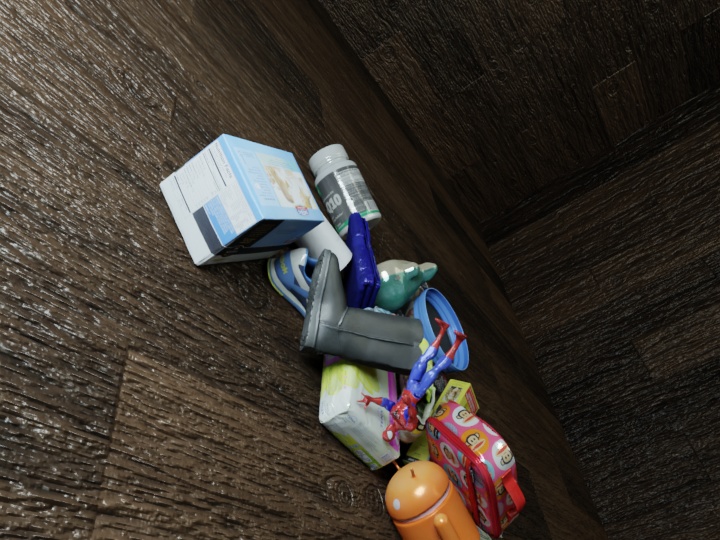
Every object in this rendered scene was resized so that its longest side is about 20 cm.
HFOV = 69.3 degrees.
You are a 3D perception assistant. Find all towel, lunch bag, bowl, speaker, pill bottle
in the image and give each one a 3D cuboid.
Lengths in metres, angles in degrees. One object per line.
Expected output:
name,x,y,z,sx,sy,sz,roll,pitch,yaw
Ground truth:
towel,0.000,0.000,1.065,0.149,0.048,0.202,101,-14,-46
lunch bag,0.191,0.327,0.841,0.175,0.081,0.203,32,-35,50
bowl,0.186,0.140,1.207,0.201,0.039,0.203,45,31,-35
speaker,-0.100,-0.082,0.995,0.201,0.080,0.082,53,21,-22
pill bottle,-0.040,-0.186,1.233,0.203,0.112,0.113,64,21,10

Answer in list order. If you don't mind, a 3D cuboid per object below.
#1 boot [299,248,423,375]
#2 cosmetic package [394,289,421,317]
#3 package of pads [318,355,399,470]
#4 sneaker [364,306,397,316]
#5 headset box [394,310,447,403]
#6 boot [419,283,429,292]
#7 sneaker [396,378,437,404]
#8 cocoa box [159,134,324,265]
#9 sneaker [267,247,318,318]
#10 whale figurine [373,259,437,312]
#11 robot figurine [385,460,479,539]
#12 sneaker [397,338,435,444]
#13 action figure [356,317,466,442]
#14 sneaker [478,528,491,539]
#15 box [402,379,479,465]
boot,0.013,0.069,0.837,0.196,0.066,0.168,14,79,-15
cosmetic package,0.143,0.139,1.278,0.201,0.086,0.104,55,23,-15
package of pads,0.000,0.203,0.877,0.155,0.067,0.202,50,22,-29
sneaker,0.031,0.104,0.984,0.095,0.080,0.200,38,-19,-2
headset box,0.120,0.209,1.146,0.200,0.076,0.150,46,25,-37
boot,0.148,0.086,1.349,0.201,0.095,0.074,54,21,-18
sneaker,0.108,0.264,1.041,0.199,0.080,0.076,38,28,-46
cocoa box,-0.167,-0.100,0.784,0.135,0.130,0.199,62,20,6
sneaker,-0.073,0.036,0.904,0.200,0.081,0.075,45,22,-39
whale figurine,0.089,0.035,1.170,0.197,0.159,0.106,-9,75,-35
robot figurine,0.112,0.394,0.831,0.202,0.115,0.144,61,23,-2
sneaker,0.110,0.209,0.943,0.075,0.076,0.203,27,50,-19
action figure,0.072,0.165,0.782,0.098,0.203,0.065,25,4,-43
sneaker,0.178,0.476,0.947,0.201,0.071,0.073,50,31,-20
box,0.155,0.306,0.985,0.200,0.049,0.076,-47,126,-37
